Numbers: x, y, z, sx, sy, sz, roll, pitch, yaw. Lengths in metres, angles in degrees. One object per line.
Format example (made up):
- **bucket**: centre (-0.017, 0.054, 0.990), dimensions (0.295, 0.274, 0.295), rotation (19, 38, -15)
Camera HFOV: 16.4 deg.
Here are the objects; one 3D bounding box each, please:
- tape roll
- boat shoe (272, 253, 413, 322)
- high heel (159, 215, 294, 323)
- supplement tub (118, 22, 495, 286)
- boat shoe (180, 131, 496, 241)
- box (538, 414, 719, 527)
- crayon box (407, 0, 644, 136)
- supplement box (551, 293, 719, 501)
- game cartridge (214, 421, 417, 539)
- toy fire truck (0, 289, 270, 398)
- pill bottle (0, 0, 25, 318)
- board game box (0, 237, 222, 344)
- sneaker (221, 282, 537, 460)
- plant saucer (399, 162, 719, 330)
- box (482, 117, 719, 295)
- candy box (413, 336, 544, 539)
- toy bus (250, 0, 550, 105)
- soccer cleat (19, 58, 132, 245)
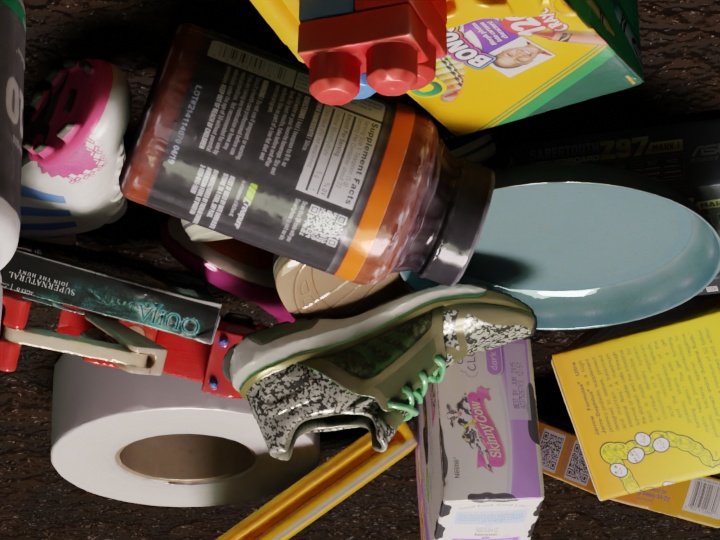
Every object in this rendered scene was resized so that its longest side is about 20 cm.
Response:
- **tape roll**: centre (-0.129, 0.108, 1.840), dimensions (0.201, 0.071, 0.203), rotation (-2, 155, -1)
- **boat shoe**: centre (0.000, 0.000, 1.591), dimensions (0.072, 0.065, 0.200), rotation (-36, 151, 21)
- **high heel**: centre (-0.076, 0.012, 1.633), dimensions (0.096, 0.068, 0.199), rotation (-34, 144, 32)
- **supplement tub**: centre (-0.028, -0.057, 1.396), dimensions (0.199, 0.108, 0.107), rotation (21, 151, -7)
- **boat shoe**: centre (-0.014, -0.065, 1.488), dimensions (0.199, 0.063, 0.075), rotation (-11, 173, -14)
- **box**: centre (0.172, 0.141, 1.883), dimensions (0.119, 0.042, 0.200), rotation (17, -177, -34)
- **crayon box**: centre (0.056, -0.149, 1.317), dimensions (0.118, 0.059, 0.200), rotation (-15, 152, 26)
- **supplement box**: centre (0.250, 0.071, 1.693), dimensions (0.199, 0.110, 0.109), rotation (-16, -174, 29)
- **game cartridge**: centre (-0.041, 0.174, 1.878), dimensions (0.176, 0.033, 0.200), rotation (-35, 177, -7)
- **toy fire truck**: centre (-0.158, 0.045, 1.638), dimensions (0.199, 0.049, 0.141), rotation (14, -172, 0)
- **pill bottle**: centre (-0.236, -0.059, 1.324), dimensions (0.112, 0.201, 0.113), rotation (-1, 156, -1)
- **board game box**: centre (-0.158, 0.008, 1.538), dimensions (0.134, 0.028, 0.200), rotation (16, -178, -7)
- **sneaker**: centre (0.018, 0.070, 1.554), dimensions (0.199, 0.089, 0.077), rotation (-14, 158, -3)
- **plant saucer**: centre (0.121, -0.017, 1.524), dimensions (0.199, 0.028, 0.200), rotation (2, 153, 1)
- **box**: centre (0.166, -0.032, 1.580), dimensions (0.199, 0.051, 0.158), rotation (-7, 155, 14)
- **candy box**: centre (0.079, 0.118, 1.757), dimensions (0.071, 0.169, 0.200), rotation (-1, 155, -3)
- **toy bus**: centre (0.031, -0.165, 1.127), dimensions (0.199, 0.193, 0.136), rotation (-11, 152, 17)
- **soccer cleat**: centre (-0.162, -0.067, 1.464), dimensions (0.086, 0.070, 0.200), rotation (23, 155, -22)
